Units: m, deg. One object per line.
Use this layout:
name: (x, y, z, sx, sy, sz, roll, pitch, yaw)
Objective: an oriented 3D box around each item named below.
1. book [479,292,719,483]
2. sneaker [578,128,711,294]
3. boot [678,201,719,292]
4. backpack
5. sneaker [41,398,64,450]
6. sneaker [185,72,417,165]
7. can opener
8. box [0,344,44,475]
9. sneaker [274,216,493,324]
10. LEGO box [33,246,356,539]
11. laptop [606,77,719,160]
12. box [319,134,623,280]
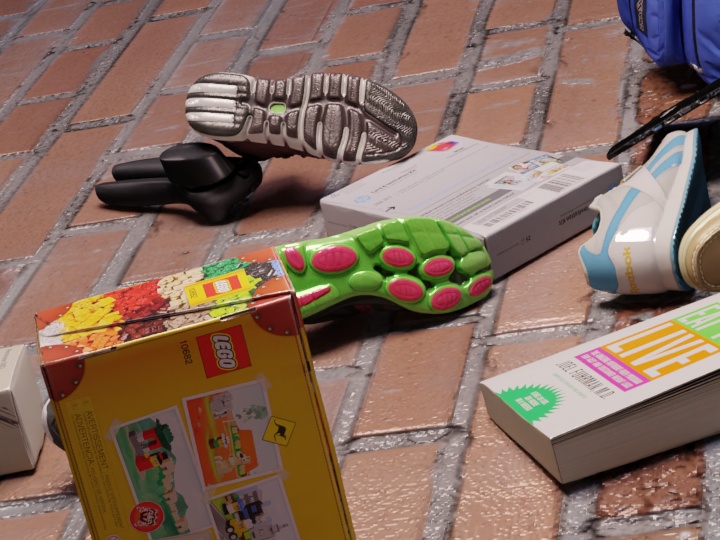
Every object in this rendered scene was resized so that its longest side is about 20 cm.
book: (0.193, 0.070, 1.435, 0.200, 0.048, 0.134, -20, 19, -12)
sneaker: (0.215, -0.048, 1.648, 0.081, 0.077, 0.200, -5, 24, 21)
boot: (0.330, -0.010, 1.509, 0.200, 0.072, 0.155, -15, 25, -6)
backpack: (0.323, -0.241, 1.950, 0.167, 0.163, 0.200, -17, 33, -6)
sneaker: (-0.141, 0.083, 1.559, 0.200, 0.076, 0.077, -18, 14, -37)
sneaker: (-0.045, -0.126, 1.909, 0.199, 0.076, 0.116, 11, -9, 8)
can opener: (-0.163, -0.083, 1.970, 0.063, 0.079, 0.200, -39, 24, -33)
box: (-0.330, 0.115, 1.579, 0.199, 0.069, 0.082, -12, 22, 4)
sneaker: (0.000, 0.000, 1.654, 0.199, 0.077, 0.084, -3, 2, -8)
LEGO box: (-0.092, 0.107, 1.292, 0.149, 0.200, 0.077, -15, 23, -6)
laptop: (0.325, -0.116, 1.794, 0.200, 0.103, 0.177, -31, 0, 24)
box: (0.089, -0.055, 1.785, 0.156, 0.041, 0.200, -28, 28, -34)
